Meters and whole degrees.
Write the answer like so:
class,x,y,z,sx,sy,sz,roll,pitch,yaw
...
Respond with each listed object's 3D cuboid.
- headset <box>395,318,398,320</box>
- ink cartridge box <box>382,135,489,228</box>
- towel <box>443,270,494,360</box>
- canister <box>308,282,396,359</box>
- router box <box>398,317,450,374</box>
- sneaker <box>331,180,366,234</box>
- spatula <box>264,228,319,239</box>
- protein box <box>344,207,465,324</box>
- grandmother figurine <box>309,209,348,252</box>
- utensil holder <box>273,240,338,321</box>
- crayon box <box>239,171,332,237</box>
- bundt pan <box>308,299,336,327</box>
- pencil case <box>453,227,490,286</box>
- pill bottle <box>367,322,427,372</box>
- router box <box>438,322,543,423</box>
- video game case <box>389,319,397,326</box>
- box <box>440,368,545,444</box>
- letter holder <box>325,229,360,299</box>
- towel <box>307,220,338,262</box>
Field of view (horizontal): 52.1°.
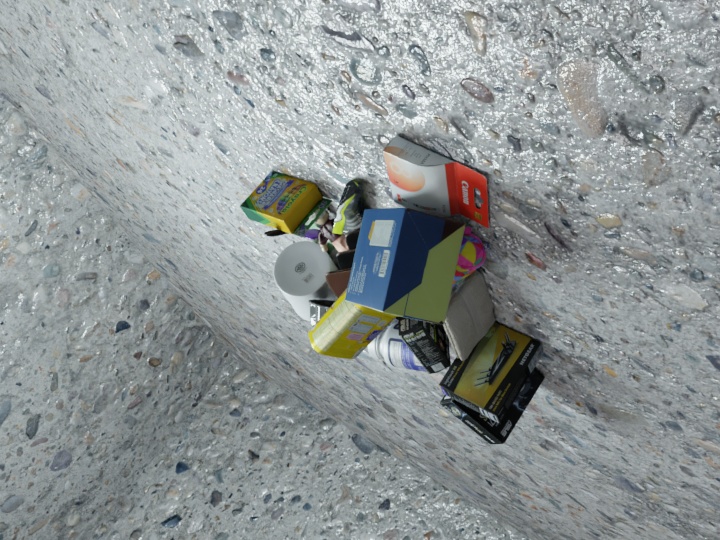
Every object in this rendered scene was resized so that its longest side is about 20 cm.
class,x,y,z,sx,sy,sz,roll,pitch,yaw
headset,0.093,0.096,1.867,0.199,0.094,0.124,20,-170,-15
ink cartridge box,0.141,-0.149,1.369,0.199,0.050,0.162,32,159,26
towel,0.237,0.103,1.619,0.034,0.133,0.200,27,158,37
canister,-0.009,0.110,1.669,0.148,0.200,0.087,14,-140,-38
router box,0.148,0.119,1.732,0.062,0.201,0.150,-25,126,20
sneaker,-0.010,-0.134,1.651,0.080,0.074,0.200,18,159,-1
spatula,-0.163,-0.092,1.809,0.056,0.021,0.199,21,-166,36
protein box,0.082,-0.012,1.453,0.134,0.200,0.200,13,179,-22
grandmother figurine,-0.057,-0.085,1.817,0.121,0.061,0.200,-35,106,24
utensil holder,-0.134,0.030,1.996,0.169,0.170,0.200,30,167,22
crayon box,-0.181,-0.162,1.774,0.199,0.126,0.052,20,153,39
bundt pan,-0.039,0.126,1.854,0.200,0.076,0.202,10,-177,0
pencil case,0.191,-0.017,1.521,0.088,0.089,0.200,39,158,-1
pill bottle,0.126,0.203,1.976,0.199,0.120,0.120,6,145,32
router box,0.297,0.223,1.674,0.157,0.200,0.052,23,158,34
video game case,0.099,0.128,2.067,0.182,0.023,0.200,12,148,50
box,0.318,0.289,1.777,0.164,0.200,0.086,40,161,-3
letter holder,0.000,0.000,1.723,0.141,0.101,0.200,-12,152,11
towel,-0.059,-0.062,1.934,0.200,0.023,0.153,41,159,-2
